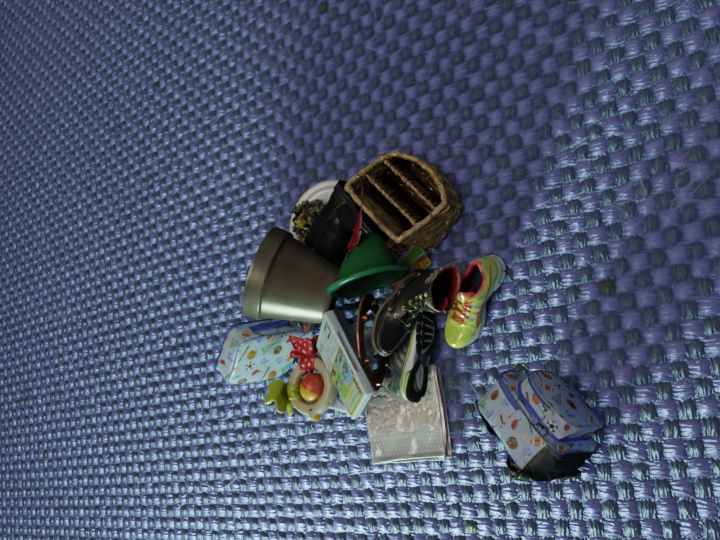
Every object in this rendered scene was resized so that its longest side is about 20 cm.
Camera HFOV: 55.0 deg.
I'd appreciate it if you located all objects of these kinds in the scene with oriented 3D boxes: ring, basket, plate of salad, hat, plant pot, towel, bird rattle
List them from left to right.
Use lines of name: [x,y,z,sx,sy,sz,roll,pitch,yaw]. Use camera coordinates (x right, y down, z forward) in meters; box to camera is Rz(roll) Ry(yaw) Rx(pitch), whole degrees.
plant pot: [-0.133,0.028,1.467,0.173,0.200,0.201,19,99,4]
bird rattle: [-0.114,0.247,1.564,0.163,0.113,0.201,32,89,34]
plate of salad: [-0.087,-0.119,1.604,0.199,0.048,0.201,-8,73,27]
hat: [0.002,-0.061,1.372,0.200,0.165,0.177,-27,73,39]
ring: [0.030,0.146,1.418,0.019,0.200,0.202,-5,82,17]
towel: [0.092,0.305,1.451,0.199,0.032,0.192,-16,75,36]
basket: [0.095,-0.157,1.418,0.143,0.149,0.200,-54,56,22]

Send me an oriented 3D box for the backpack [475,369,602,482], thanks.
backpack: [0.303,0.257,1.196,0.190,0.200,0.154,44,107,40]

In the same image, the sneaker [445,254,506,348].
sneaker: [0.206,0.059,1.346,0.078,0.090,0.201,28,105,35]

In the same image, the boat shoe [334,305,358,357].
boat shoe: [-0.059,0.134,1.532,0.062,0.073,0.200,-50,52,18]

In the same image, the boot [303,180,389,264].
boot: [-0.035,-0.077,1.482,0.199,0.073,0.163,52,122,30]

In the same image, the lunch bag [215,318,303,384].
lunch bag: [-0.232,0.181,1.617,0.076,0.199,0.161,41,124,35]

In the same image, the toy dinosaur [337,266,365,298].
toy dinosaur: [0.000,0.000,1.511,0.199,0.060,0.107,-18,72,24]

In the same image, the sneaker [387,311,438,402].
sneaker: [0.099,0.166,1.414,0.081,0.074,0.201,-4,63,44]

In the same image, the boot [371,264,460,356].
boot: [0.107,0.073,1.337,0.200,0.073,0.150,-56,18,-22]

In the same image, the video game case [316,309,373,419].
video game case: [-0.036,0.196,1.413,0.183,0.023,0.200,62,161,19]

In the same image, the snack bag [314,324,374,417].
snack bag: [-0.039,0.214,1.554,0.188,0.021,0.201,2,80,47]

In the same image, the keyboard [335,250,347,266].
keyboard: [-0.063,-0.005,1.609,0.199,0.040,0.105,21,86,33]

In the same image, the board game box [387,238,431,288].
board game box: [0.060,-0.057,1.483,0.095,0.030,0.200,-38,58,0]

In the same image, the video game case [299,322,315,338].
video game case: [-0.145,0.042,1.623,0.143,0.017,0.201,115,138,-61]
